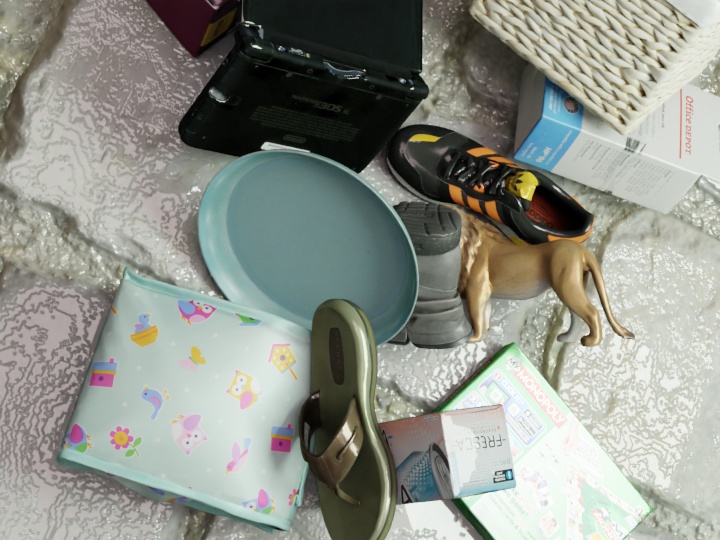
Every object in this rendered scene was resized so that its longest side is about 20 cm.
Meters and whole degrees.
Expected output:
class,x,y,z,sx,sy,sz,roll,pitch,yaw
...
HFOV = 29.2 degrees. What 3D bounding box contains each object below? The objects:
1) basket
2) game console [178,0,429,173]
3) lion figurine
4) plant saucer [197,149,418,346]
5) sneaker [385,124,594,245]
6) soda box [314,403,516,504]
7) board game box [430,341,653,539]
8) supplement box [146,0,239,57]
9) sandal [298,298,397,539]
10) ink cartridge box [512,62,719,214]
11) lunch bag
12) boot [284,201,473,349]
class,x,y,z,sx,sy,sz,roll,pitch,yaw
basket,0.239,-0.256,1.215,0.200,0.161,0.198,40,43,13
game console,-0.048,-0.187,1.173,0.200,0.176,0.116,8,46,-41
lion figurine,0.141,0.003,1.213,0.200,0.072,0.123,1,91,19
plant saucer,-0.041,-0.018,1.151,0.200,0.200,0.027,40,41,-5
sneaker,0.121,-0.080,1.242,0.200,0.090,0.070,29,74,-9
soda box,0.038,0.154,1.120,0.064,0.200,0.068,-4,80,-32
board game box,0.151,0.183,1.236,0.135,0.029,0.200,-40,92,-18
supplement box,-0.091,-0.297,1.203,0.200,0.131,0.103,-39,92,-17
sandal,-0.022,0.124,1.084,0.057,0.080,0.201,-5,86,-45
ink cartridge box,0.248,-0.130,1.277,0.200,0.068,0.116,19,52,-10
lunch bag,-0.126,0.109,1.128,0.200,0.122,0.170,19,75,-10
boot,0.000,0.000,1.198,0.070,0.200,0.132,-41,137,-42
